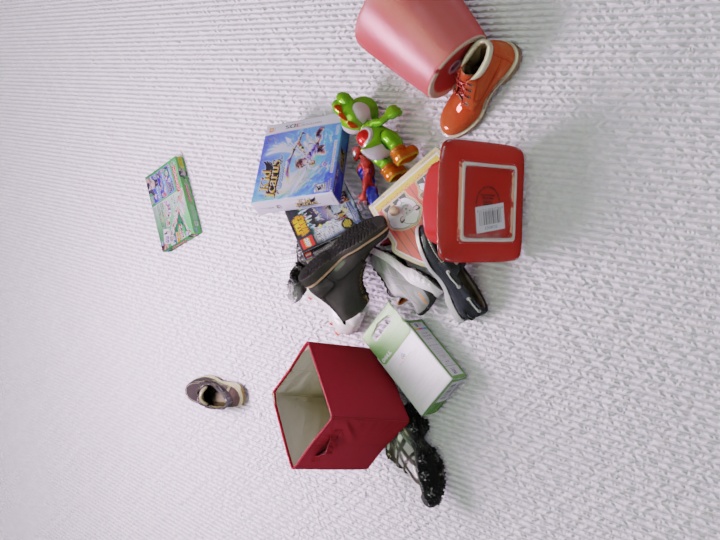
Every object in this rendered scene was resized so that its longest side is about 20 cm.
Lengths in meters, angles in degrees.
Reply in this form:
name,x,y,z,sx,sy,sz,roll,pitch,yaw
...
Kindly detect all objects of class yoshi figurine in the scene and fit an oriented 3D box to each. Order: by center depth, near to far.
name,x,y,z,sx,sy,sz,roll,pitch,yaw
yoshi figurine,0.032,-0.273,1.543,0.112,0.112,0.200,-41,76,1

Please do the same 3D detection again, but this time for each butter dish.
name,x,y,z,sx,sy,sz,roll,pitch,yaw
butter dish,0.174,-0.117,1.375,0.147,0.198,0.202,5,95,54

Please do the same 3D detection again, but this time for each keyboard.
name,x,y,z,sx,sy,sz,roll,pitch,yaw
keyboard,-0.103,-0.011,1.705,0.198,0.011,0.057,-6,89,39

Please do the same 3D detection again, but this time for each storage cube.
name,x,y,z,sx,sy,sz,roll,pitch,yaw
storage cube,-0.042,0.264,1.522,0.172,0.178,0.201,-55,42,33

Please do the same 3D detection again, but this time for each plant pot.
name,x,y,z,sx,sy,sz,roll,pitch,yaw
plant pot,0.116,-0.417,1.404,0.178,0.200,0.201,50,121,15

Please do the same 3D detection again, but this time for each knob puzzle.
name,x,y,z,sx,sy,sz,roll,pitch,yaw
knob puzzle,0.132,-0.093,1.465,0.217,0.030,0.223,2,94,20

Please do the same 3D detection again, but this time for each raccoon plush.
name,x,y,z,sx,sy,sz,roll,pitch,yaw
raccoon plush,-0.055,-0.012,1.574,0.132,0.097,0.202,-5,53,21

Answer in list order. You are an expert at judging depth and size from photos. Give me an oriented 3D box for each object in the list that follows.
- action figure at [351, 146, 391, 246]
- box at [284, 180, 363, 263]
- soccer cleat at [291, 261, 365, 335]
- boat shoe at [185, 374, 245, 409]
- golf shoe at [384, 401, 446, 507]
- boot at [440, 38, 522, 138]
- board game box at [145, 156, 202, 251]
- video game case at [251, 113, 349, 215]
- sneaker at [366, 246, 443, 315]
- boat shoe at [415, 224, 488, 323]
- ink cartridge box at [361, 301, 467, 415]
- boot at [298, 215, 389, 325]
name,x,y,z,sx,sy,sz,roll,pitch,yaw
action figure,0.022,-0.147,1.552,0.051,0.065,0.203,-17,86,15
box,-0.080,-0.122,1.582,0.136,0.040,0.201,-26,52,-1
soccer cleat,-0.065,0.046,1.646,0.200,0.069,0.078,49,115,18
boat shoe,-0.359,0.291,1.893,0.198,0.064,0.074,-4,91,40
golf shoe,0.100,0.359,1.523,0.094,0.077,0.202,-35,61,38
boot,0.188,-0.320,1.394,0.075,0.107,0.201,49,121,24
board game box,-0.469,-0.164,1.984,0.134,0.029,0.202,-23,77,37
video game case,-0.118,-0.216,1.597,0.179,0.046,0.202,-7,58,22
sneaker,0.064,0.013,1.522,0.199,0.074,0.080,34,98,32
boat shoe,0.164,-0.002,1.423,0.060,0.076,0.201,-21,112,30
ink cartridge box,0.101,0.164,1.517,0.200,0.059,0.104,50,120,26
boot,0.000,0.000,1.506,0.199,0.078,0.139,-34,115,17
